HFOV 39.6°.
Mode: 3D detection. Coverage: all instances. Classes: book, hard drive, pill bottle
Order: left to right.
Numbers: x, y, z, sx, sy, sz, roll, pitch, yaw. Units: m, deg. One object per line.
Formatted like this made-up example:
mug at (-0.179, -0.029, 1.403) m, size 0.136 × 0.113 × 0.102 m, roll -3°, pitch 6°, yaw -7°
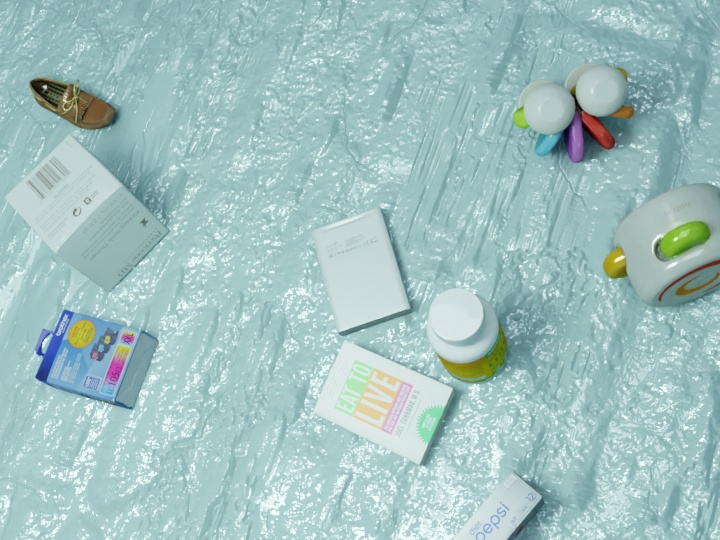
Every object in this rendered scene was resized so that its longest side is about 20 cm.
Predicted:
hard drive at (0.000, 0.000, 1.729) m, size 0.131 × 0.026 × 0.201 m, roll -19°, pitch 66°, yaw 7°
book at (0.038, 0.216, 1.628) m, size 0.199 × 0.048 × 0.134 m, roll 22°, pitch 80°, yaw 20°
pill bottle at (0.164, 0.099, 1.550) m, size 0.111 × 0.200 × 0.112 m, roll -5°, pitch 68°, yaw 13°

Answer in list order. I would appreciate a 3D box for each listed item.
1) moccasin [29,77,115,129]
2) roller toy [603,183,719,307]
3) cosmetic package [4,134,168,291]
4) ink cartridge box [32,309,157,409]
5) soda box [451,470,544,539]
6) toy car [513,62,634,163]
moccasin at (-0.573, -0.338, 1.983) m, size 0.201 × 0.078 × 0.074 m, roll 29°, pitch 79°, yaw 23°
roller toy at (0.488, -0.041, 1.532) m, size 0.182 × 0.200 × 0.140 m, roll -8°, pitch 62°, yaw -27°
cosmetic package at (-0.489, -0.101, 1.801) m, size 0.166 × 0.200 × 0.167 m, roll 41°, pitch 84°, yaw 25°
ink cartridge box at (-0.480, 0.154, 1.770) m, size 0.199 × 0.076 × 0.137 m, roll 12°, pitch 73°, yaw 20°
soda box at (0.189, 0.399, 1.499) m, size 0.063 × 0.068 × 0.200 m, roll 39°, pitch 83°, yaw 23°
toy car at (0.362, -0.259, 1.680) m, size 0.199 × 0.175 × 0.150 m, roll -19°, pitch 102°, yaw 7°
